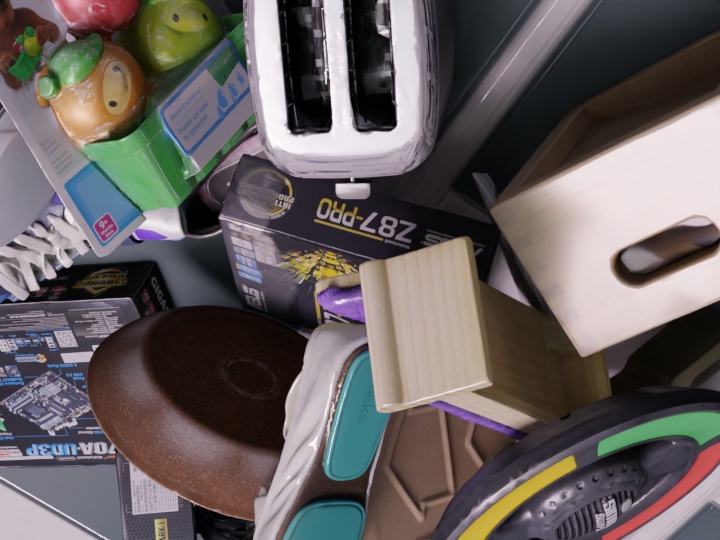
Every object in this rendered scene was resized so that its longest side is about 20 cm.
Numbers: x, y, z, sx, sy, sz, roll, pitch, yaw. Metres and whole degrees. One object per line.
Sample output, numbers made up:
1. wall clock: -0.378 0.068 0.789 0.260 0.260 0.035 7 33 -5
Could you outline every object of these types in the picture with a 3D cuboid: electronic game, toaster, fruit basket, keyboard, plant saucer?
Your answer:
1. electronic game: 0.129 0.129 0.991 0.200 0.042 0.200 -21 152 -12
2. toaster: -0.006 -0.144 0.954 0.114 0.129 0.200 0 113 5
3. fruit basket: -0.140 -0.140 0.993 0.094 0.185 0.200 3 130 37
4. keyboard: 0.102 0.008 1.058 0.011 0.056 0.200 -25 149 3
5. plant saucer: -0.076 0.081 1.113 0.200 0.200 0.037 25 119 -1

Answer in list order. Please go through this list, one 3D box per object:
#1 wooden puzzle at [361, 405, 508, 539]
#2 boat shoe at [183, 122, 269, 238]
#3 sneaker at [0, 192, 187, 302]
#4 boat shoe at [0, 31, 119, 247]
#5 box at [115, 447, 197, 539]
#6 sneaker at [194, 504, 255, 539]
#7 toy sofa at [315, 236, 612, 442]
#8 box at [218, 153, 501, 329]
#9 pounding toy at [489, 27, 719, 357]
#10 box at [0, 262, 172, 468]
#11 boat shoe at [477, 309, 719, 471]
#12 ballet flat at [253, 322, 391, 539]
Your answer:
1. wooden puzzle: 0.057 0.154 1.112 0.046 0.200 0.185 -3 96 53
2. boat shoe: -0.043 -0.077 1.089 0.200 0.057 0.067 -32 112 36
3. sneaker: -0.185 -0.028 1.083 0.146 0.200 0.081 19 161 27
4. boat shoe: -0.203 -0.104 1.047 0.057 0.200 0.069 15 157 21
5. box: -0.136 0.199 1.168 0.051 0.158 0.200 -4 97 -7
6. sneaker: -0.084 0.156 1.206 0.074 0.081 0.200 14 170 5
7. toy sofa: 0.062 0.052 0.959 0.098 0.083 0.200 -16 160 24
8. box: 0.000 0.000 1.079 0.161 0.049 0.200 19 164 5
9. pounding toy: 0.182 -0.035 0.979 0.200 0.184 0.142 -27 102 34
10. box: -0.222 0.074 1.279 0.200 0.046 0.159 -4 125 22
11. boat shoe: 0.167 0.109 1.095 0.200 0.075 0.068 -32 116 -6
12. ballet flat: -0.028 0.122 1.017 0.069 0.069 0.200 18 102 5
